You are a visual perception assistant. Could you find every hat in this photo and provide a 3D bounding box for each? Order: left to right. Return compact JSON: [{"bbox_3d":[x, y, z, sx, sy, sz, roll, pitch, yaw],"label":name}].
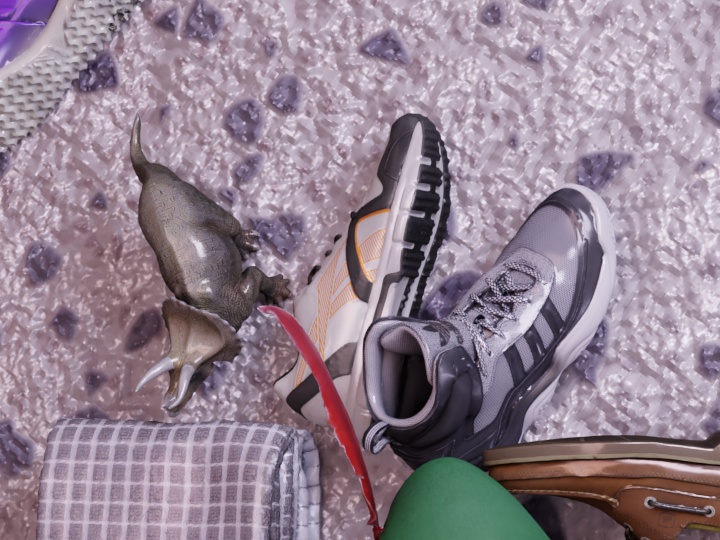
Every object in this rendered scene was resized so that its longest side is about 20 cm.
[{"bbox_3d":[0.038,0.125,1.564,0.165,0.200,0.177,-14,61,-16],"label":"hat"}]

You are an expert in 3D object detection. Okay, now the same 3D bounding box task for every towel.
[{"bbox_3d":[-0.113,0.190,1.646,0.164,0.086,0.202,-1,80,20],"label":"towel"}]

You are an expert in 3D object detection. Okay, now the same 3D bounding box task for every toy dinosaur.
[{"bbox_3d":[-0.099,-0.013,1.668,0.077,0.102,0.201,-16,77,15],"label":"toy dinosaur"}]

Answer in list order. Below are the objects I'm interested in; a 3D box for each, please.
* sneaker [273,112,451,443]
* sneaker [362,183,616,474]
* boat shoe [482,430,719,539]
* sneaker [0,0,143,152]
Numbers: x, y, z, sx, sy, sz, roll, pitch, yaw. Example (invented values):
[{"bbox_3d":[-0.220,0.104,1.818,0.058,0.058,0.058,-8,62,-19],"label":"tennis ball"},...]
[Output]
[{"bbox_3d":[0.000,0.000,1.647,0.080,0.074,0.201,13,84,23],"label":"sneaker"},{"bbox_3d":[0.071,0.033,1.588,0.075,0.114,0.201,29,92,38],"label":"sneaker"},{"bbox_3d":[0.168,0.128,1.558,0.199,0.072,0.069,-1,92,11],"label":"boat shoe"},{"bbox_3d":[-0.225,-0.160,1.761,0.200,0.070,0.100,-46,63,2],"label":"sneaker"}]
